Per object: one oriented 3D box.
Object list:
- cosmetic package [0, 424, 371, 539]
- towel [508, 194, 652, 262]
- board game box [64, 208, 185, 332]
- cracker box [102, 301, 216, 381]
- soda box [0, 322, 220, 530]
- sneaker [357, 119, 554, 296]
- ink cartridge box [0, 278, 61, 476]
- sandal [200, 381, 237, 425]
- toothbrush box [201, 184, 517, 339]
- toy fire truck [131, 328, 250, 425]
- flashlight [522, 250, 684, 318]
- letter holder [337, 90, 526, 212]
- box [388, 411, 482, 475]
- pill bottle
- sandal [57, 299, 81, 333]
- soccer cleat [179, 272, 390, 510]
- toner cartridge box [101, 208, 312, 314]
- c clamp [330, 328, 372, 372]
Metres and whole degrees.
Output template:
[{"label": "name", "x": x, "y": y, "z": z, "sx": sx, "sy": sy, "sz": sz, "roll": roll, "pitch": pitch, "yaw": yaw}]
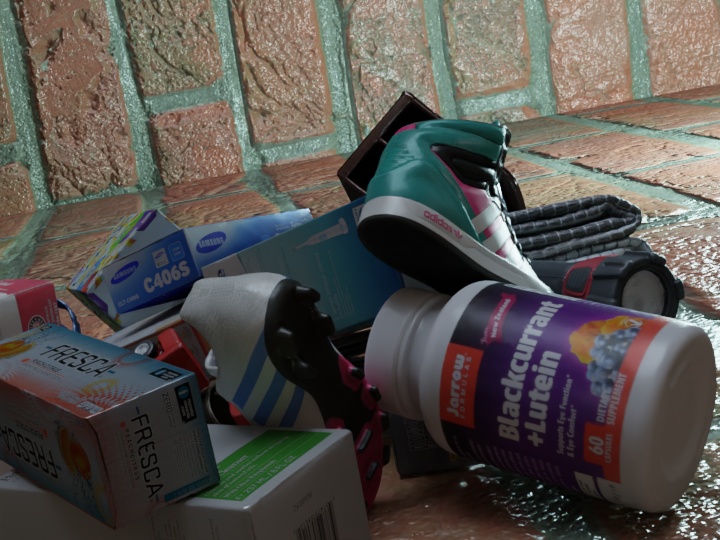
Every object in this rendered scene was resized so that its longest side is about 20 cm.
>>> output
[{"label": "cosmetic package", "x": -0.105, "y": 0.145, "z": 0.763, "sx": 0.198, "sy": 0.086, "sz": 0.107, "roll": -1, "pitch": 17, "yaw": 32}, {"label": "towel", "x": 0.144, "y": -0.002, "z": 1.186, "sx": 0.197, "sy": 0.087, "sz": 0.166, "roll": -12, "pitch": -9, "yaw": -8}, {"label": "board game box", "x": -0.214, "y": 0.013, "z": 1.313, "sx": 0.105, "sy": 0.103, "sz": 0.200, "roll": -51, "pitch": 14, "yaw": -12}, {"label": "cracker box", "x": -0.166, "y": 0.070, "z": 1.111, "sx": 0.199, "sy": 0.058, "sz": 0.134, "roll": -22, "pitch": 8, "yaw": 33}, {"label": "soda box", "x": -0.159, "y": 0.081, "z": 0.749, "sx": 0.068, "sy": 0.064, "sz": 0.199, "roll": -21, "pitch": 18, "yaw": -31}, {"label": "sneaker", "x": 0.079, "y": -0.037, "z": 0.897, "sx": 0.083, "sy": 0.122, "sz": 0.199, "roll": -11, "pitch": -35, "yaw": 39}, {"label": "ink cartridge box", "x": -0.322, "y": 0.101, "z": 1.006, "sx": 0.084, "sy": 0.148, "sz": 0.199, "roll": 1, "pitch": 14, "yaw": 37}, {"label": "sandal", "x": -0.087, "y": 0.111, "z": 0.990, "sx": 0.079, "sy": 0.058, "sz": 0.200, "roll": -16, "pitch": 13, "yaw": -32}, {"label": "toothbrush box", "x": 0.000, "y": 0.000, "z": 1.004, "sx": 0.199, "sy": 0.086, "sz": 0.146, "roll": -19, "pitch": -4, "yaw": 42}, {"label": "toy fire truck", "x": -0.144, "y": 0.113, "z": 0.935, "sx": 0.199, "sy": 0.049, "sz": 0.141, "roll": -34, "pitch": 36, "yaw": -3}, {"label": "flashlight", "x": 0.158, "y": 0.017, "z": 0.998, "sx": 0.067, "sy": 0.069, "sz": 0.200, "roll": -19, "pitch": 8, "yaw": -22}, {"label": "letter holder", "x": 0.077, "y": -0.053, "z": 1.246, "sx": 0.101, "sy": 0.142, "sz": 0.200, "roll": -49, "pitch": -19, "yaw": -7}, {"label": "box", "x": 0.123, "y": 0.086, "z": 0.957, "sx": 0.197, "sy": 0.049, "sz": 0.158, "roll": -9, "pitch": 11, "yaw": 5}, {"label": "pill bottle", "x": 0.105, "y": 0.068, "z": 0.810, "sx": 0.198, "sy": 0.113, "sz": 0.111, "roll": 12, "pitch": 21, "yaw": 34}, {"label": "sandal", "x": -0.300, "y": 0.083, "z": 1.243, "sx": 0.078, "sy": 0.088, "sz": 0.200, "roll": -9, "pitch": 13, "yaw": -5}, {"label": "soccer cleat", "x": -0.043, "y": 0.073, "z": 0.804, "sx": 0.085, "sy": 0.201, "sz": 0.070, "roll": 5, "pitch": 48, "yaw": 28}, {"label": "toner cartridge box", "x": -0.123, "y": -0.011, "z": 1.145, "sx": 0.094, "sy": 0.044, "sz": 0.199, "roll": -24, "pitch": -4, "yaw": 28}, {"label": "c clamp", "x": 0.007, "y": 0.069, "z": 1.084, "sx": 0.198, "sy": 0.027, "sz": 0.171, "roll": -7, "pitch": -19, "yaw": -27}]
